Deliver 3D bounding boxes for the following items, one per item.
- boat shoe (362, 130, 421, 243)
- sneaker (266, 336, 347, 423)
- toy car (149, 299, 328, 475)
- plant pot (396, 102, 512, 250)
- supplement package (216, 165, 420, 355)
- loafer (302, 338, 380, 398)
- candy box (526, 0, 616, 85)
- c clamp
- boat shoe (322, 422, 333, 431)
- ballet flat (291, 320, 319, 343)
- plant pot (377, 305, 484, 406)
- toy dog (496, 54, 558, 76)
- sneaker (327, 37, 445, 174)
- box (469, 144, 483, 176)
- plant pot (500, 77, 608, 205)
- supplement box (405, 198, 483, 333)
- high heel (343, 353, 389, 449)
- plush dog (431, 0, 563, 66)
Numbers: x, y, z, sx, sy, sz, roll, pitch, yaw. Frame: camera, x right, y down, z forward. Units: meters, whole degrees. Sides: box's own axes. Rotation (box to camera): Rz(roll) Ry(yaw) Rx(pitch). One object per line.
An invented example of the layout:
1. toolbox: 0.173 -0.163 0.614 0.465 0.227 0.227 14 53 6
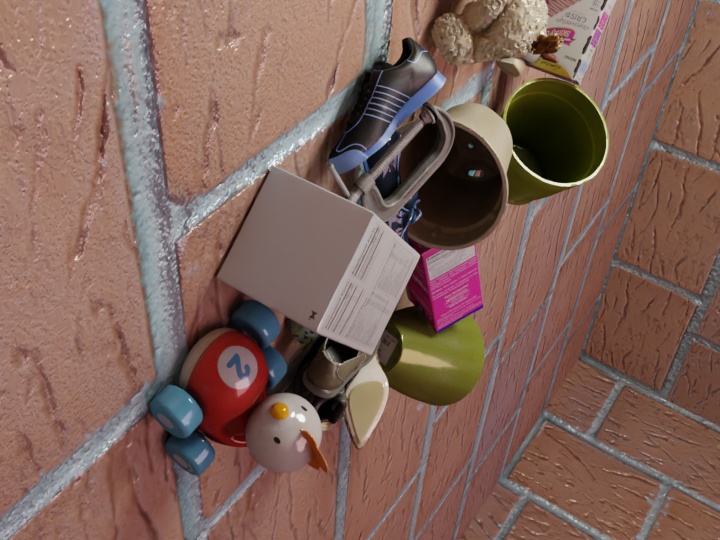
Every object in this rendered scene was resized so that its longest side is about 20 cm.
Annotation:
1. boat shoe: 0.051 -0.098 1.227 0.068 0.085 0.202 -16 130 0
2. sneaker: -0.046 0.159 1.325 0.200 0.113 0.077 -48 154 -40
3. toy car: -0.114 0.174 1.073 0.185 0.198 0.178 -49 154 -32
4. plant pot: 0.145 -0.161 1.330 0.184 0.198 0.202 -51 157 -55
5. supplement package: -0.044 -0.006 1.094 0.152 0.151 0.200 -63 157 -2
6. loafer: -0.012 0.106 1.283 0.070 0.075 0.200 -62 175 38
7. candy box: 0.353 -0.440 1.521 0.061 0.135 0.202 -4 117 -62
8. c clamp: 0.052 -0.140 1.127 0.200 0.027 0.171 -45 148 -16
9. boat shoe: -0.056 0.204 1.412 0.070 0.073 0.200 -70 166 7
10. ballet flat: -0.031 0.015 1.249 0.202 0.074 0.074 -63 158 -11
11. plant pot: 0.090 0.139 1.551 0.199 0.186 0.189 14 102 -52
12. toy dog: 0.266 -0.386 1.419 0.199 0.096 0.133 8 106 -61
13. sneaker: 0.019 -0.212 1.132 0.200 0.078 0.070 -46 -162 -14
14. box: 0.160 -0.117 1.556 0.201 0.049 0.082 -60 157 -9
15. plant pot: 0.314 -0.211 1.599 0.201 0.200 0.193 -54 -179 -22
16. supplement box: 0.129 -0.011 1.447 0.103 0.101 0.201 -27 137 -13
17. high heel: 0.000 0.187 1.411 0.143 0.070 0.203 123 -27 -72
18. plush dog: 0.204 -0.389 1.231 0.199 0.160 0.174 -26 116 -35
